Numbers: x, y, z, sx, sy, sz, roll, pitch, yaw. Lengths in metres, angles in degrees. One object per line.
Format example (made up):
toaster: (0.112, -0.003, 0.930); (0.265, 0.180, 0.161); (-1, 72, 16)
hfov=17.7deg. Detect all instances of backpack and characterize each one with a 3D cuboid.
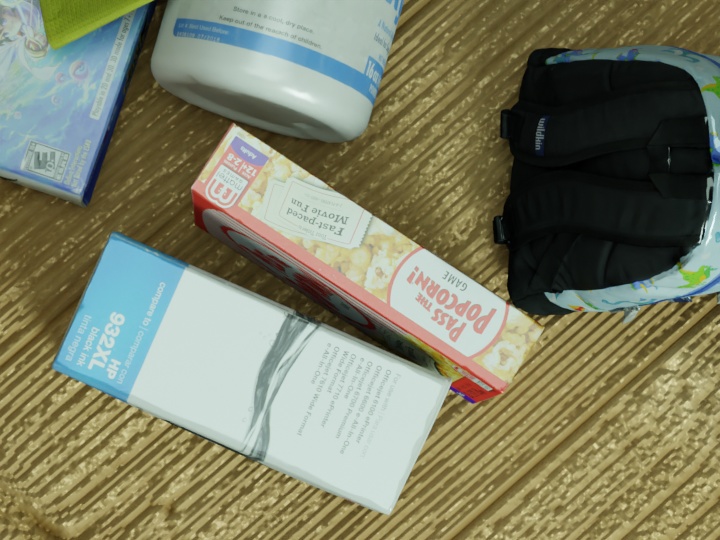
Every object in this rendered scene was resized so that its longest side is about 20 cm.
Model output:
backpack: (0.172, -0.054, 1.284); (0.153, 0.200, 0.164); (6, 83, -13)

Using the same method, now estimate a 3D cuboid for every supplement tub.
supplement tub: (-0.033, -0.185, 1.319); (0.131, 0.132, 0.201); (17, 85, -2)

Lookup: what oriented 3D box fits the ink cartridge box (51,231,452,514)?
ink cartridge box: (-0.061, 0.060, 1.287); (0.199, 0.145, 0.084); (24, 84, -1)

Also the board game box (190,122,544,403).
board game box: (0.000, 0.000, 1.293); (0.200, 0.152, 0.046); (33, 84, 1)

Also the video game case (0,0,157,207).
video game case: (-0.215, -0.161, 1.349); (0.181, 0.045, 0.201); (18, 84, 0)

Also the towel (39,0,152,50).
towel: (-0.100, -0.198, 1.273); (0.199, 0.018, 0.086); (-23, 66, 23)
